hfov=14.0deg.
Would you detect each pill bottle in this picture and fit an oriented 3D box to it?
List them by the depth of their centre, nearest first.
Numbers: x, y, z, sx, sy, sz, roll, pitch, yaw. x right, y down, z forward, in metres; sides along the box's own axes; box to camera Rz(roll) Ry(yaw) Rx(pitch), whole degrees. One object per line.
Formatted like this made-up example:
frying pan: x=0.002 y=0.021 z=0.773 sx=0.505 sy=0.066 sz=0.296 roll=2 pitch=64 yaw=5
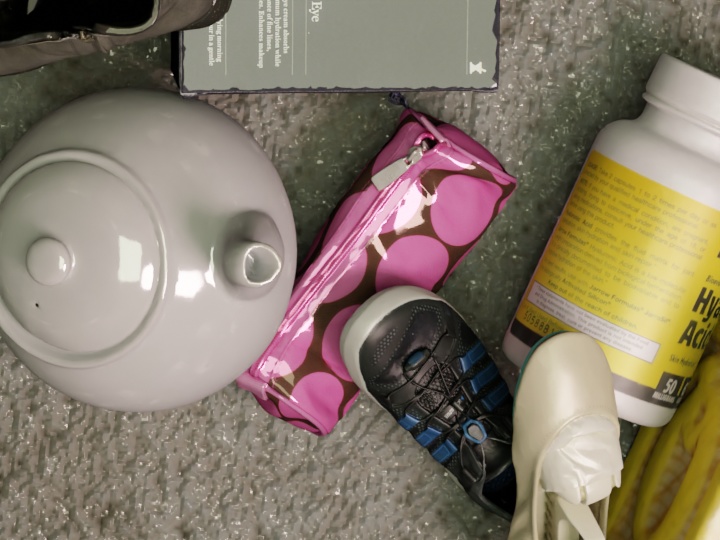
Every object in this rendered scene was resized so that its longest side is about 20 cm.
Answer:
pill bottle: x=0.170 y=-0.020 z=1.714 sx=0.111 sy=0.111 sz=0.201 roll=22 pitch=97 yaw=-10

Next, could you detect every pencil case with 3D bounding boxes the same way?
pencil case: x=0.000 y=0.000 z=1.706 sx=0.091 sy=0.094 sz=0.200 roll=35 pitch=94 yaw=13

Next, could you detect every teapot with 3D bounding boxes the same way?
teapot: x=-0.144 y=-0.009 z=1.631 sx=0.197 sy=0.146 sz=0.200 roll=48 pitch=112 yaw=14

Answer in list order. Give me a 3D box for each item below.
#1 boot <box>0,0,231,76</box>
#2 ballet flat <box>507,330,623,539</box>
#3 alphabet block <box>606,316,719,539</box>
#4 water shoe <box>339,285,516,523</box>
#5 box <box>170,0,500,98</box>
boot: x=-0.177 y=-0.141 z=1.571 sx=0.199 sy=0.131 sz=0.068 roll=-9 pitch=96 yaw=23
ballet flat: x=0.121 y=0.124 z=1.666 sx=0.069 sy=0.070 sz=0.201 roll=-4 pitch=130 yaw=-6
alphabet block: x=0.268 y=0.151 z=1.716 sx=0.199 sy=0.196 sz=0.196 roll=22 pitch=95 yaw=-10
water shoe: x=0.063 y=0.080 z=1.696 sx=0.072 sy=0.079 sz=0.200 roll=-47 pitch=135 yaw=-3
box: x=-0.016 y=-0.203 z=1.661 sx=0.181 sy=0.104 sz=0.201 roll=0 pitch=101 yaw=-6
